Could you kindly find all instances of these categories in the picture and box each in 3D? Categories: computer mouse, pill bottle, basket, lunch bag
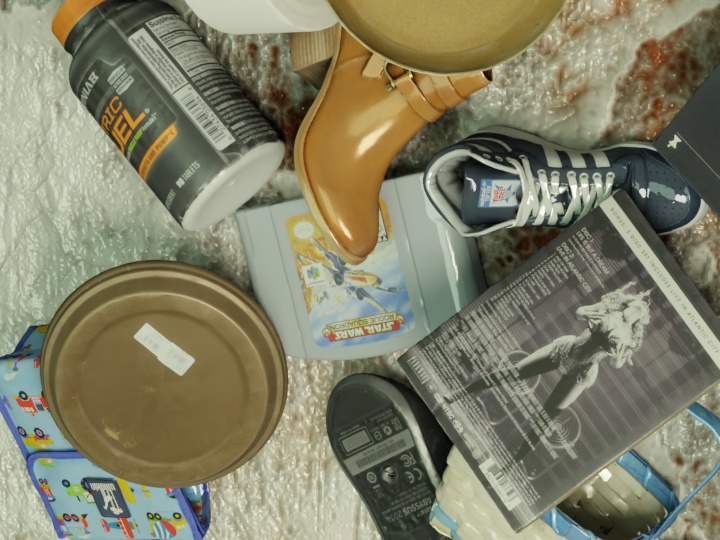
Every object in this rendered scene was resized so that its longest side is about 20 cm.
[{"bbox_3d":[0.039,0.169,1.638,0.138,0.053,0.201,-23,91,36],"label":"computer mouse"},{"bbox_3d":[-0.157,-0.138,1.649,0.200,0.106,0.106,50,121,12],"label":"pill bottle"},{"bbox_3d":[0.150,0.134,1.510,0.176,0.139,0.201,43,126,17],"label":"basket"},{"bbox_3d":[-0.209,0.147,1.770,0.149,0.094,0.202,-6,110,28],"label":"lunch bag"}]

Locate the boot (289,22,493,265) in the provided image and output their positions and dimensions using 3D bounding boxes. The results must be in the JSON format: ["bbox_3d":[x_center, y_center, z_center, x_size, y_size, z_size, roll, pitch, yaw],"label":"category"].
[{"bbox_3d":[0.029,-0.115,1.544,0.154,0.074,0.202,-14,79,26],"label":"boot"}]

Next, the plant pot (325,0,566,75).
[{"bbox_3d":[0.057,-0.237,1.484,0.198,0.027,0.202,0,90,-11],"label":"plant pot"}]

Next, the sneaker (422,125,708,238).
[{"bbox_3d":[0.140,-0.056,1.490,0.199,0.108,0.071,12,108,28],"label":"sneaker"}]

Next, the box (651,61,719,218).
[{"bbox_3d":[0.323,-0.079,1.339,0.182,0.104,0.200,-51,58,21],"label":"box"}]

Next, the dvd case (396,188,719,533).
[{"bbox_3d":[0.145,0.062,1.450,0.199,0.016,0.149,-37,75,7],"label":"dvd case"}]

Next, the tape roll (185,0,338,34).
[{"bbox_3d":[-0.064,-0.269,1.486,0.070,0.202,0.204,2,103,30],"label":"tape roll"}]

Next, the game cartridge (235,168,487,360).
[{"bbox_3d":[0.000,0.000,1.631,0.199,0.041,0.134,-11,92,32],"label":"game cartridge"}]

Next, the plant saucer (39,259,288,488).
[{"bbox_3d":[-0.156,0.088,1.661,0.198,0.030,0.202,1,114,2],"label":"plant saucer"}]
